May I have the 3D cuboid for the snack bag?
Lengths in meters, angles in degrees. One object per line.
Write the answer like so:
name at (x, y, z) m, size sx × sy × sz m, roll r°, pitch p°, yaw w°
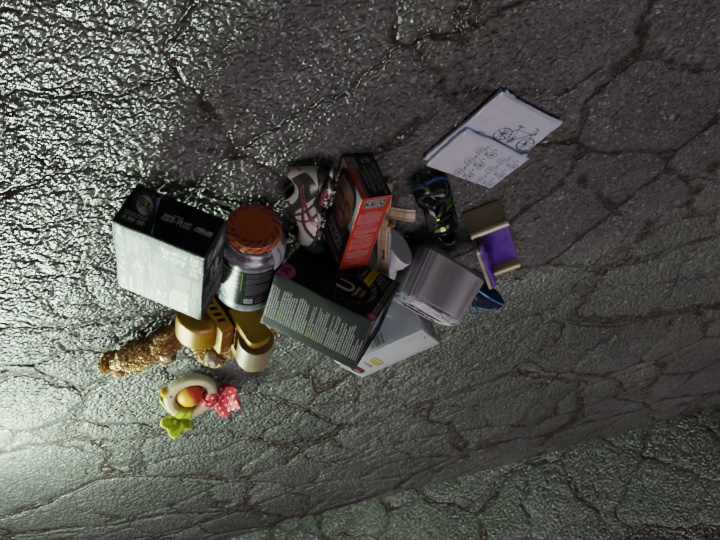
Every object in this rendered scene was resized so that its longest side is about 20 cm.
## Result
snack bag at (0.240, -0.227, 1.453) m, size 0.188 × 0.021 × 0.200 m, roll 14°, pitch 138°, yaw -41°

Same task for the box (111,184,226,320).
box at (-0.321, -0.027, 1.382) m, size 0.163 × 0.086 × 0.200 m, roll 22°, pitch 145°, yaw 3°

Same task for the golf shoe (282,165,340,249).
golf shoe at (-0.096, -0.117, 1.446) m, size 0.088 × 0.077 × 0.200 m, roll 11°, pitch 141°, yaw -8°

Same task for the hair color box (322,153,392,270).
hair color box at (-0.010, -0.101, 1.452) m, size 0.061 × 0.102 × 0.200 m, roll -10°, pitch 146°, yaw -22°

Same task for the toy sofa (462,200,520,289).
toy sofa at (0.278, -0.048, 1.696) m, size 0.083 × 0.098 × 0.200 m, roll -21°, pitch 149°, yaw 8°

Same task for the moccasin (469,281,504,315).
moccasin at (0.242, 0.051, 1.875) m, size 0.200 × 0.081 × 0.068 m, roll 23°, pitch 119°, yaw -30°

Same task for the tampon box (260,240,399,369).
tampon box at (-0.056, 0.058, 1.520) m, size 0.199 × 0.150 × 0.127 m, roll 26°, pitch 125°, yaw 7°

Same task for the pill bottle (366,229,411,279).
pill bottle at (0.000, 0.000, 1.632) m, size 0.200 × 0.109 × 0.109 m, roll -32°, pitch 147°, yaw 27°

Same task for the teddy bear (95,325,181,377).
teddy bear at (-0.464, 0.185, 1.744) m, size 0.199 × 0.067 × 0.145 m, roll -17°, pitch 153°, yaw 0°

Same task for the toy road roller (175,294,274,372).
toy road roller at (-0.275, 0.120, 1.615) m, size 0.146 × 0.200 × 0.123 m, roll -27°, pitch 157°, yaw -26°

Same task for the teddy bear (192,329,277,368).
teddy bear at (-0.280, 0.161, 1.811) m, size 0.199 × 0.067 × 0.145 m, roll -16°, pitch 148°, yaw -1°

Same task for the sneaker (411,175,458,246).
sneaker at (0.151, -0.111, 1.543) m, size 0.071 × 0.083 × 0.200 m, roll -21°, pitch 150°, yaw 9°

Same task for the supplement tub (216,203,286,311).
supplement tub at (-0.201, -0.023, 1.482) m, size 0.122 × 0.123 × 0.200 m, roll -6°, pitch 150°, yaw -17°

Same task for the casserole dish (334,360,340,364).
casserole dish at (-0.079, 0.122, 1.708) m, size 0.039 × 0.200 × 0.121 m, roll -37°, pitch 151°, yaw -9°

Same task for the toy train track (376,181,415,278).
toy train track at (0.041, -0.065, 1.510) m, size 0.114 × 0.033 × 0.201 m, roll 10°, pitch 118°, yaw 18°

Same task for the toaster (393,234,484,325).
toaster at (0.147, 0.027, 1.671) m, size 0.200 × 0.130 × 0.114 m, roll 30°, pitch 170°, yaw -25°

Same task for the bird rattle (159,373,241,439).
bird rattle at (-0.399, 0.316, 1.989) m, size 0.199 × 0.113 × 0.163 m, roll -19°, pitch 134°, yaw 0°

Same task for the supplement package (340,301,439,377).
supplement package at (0.046, 0.118, 1.801) m, size 0.199 × 0.156 × 0.111 m, roll -26°, pitch 152°, yaw 17°
